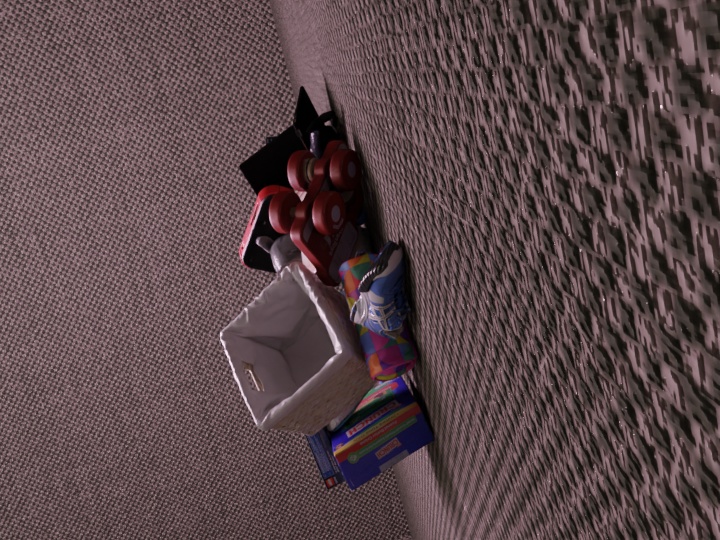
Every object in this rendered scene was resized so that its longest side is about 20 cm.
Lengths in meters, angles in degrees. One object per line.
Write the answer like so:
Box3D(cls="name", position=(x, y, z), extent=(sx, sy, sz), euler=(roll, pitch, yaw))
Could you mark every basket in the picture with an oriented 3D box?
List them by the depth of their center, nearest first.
Box3D(cls="basket", position=(-0.093, 0.135, 1.179), extent=(0.160, 0.199, 0.200), euler=(29, -157, -53))

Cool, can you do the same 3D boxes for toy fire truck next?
Box3D(cls="toy fire truck", position=(-0.049, -0.099, 1.163), extent=(0.169, 0.110, 0.204), euler=(54, -132, -47))

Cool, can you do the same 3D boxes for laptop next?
Box3D(cls="laptop", position=(-0.134, -0.219, 1.417), extent=(0.203, 0.113, 0.189), euler=(-85, -26, -42))

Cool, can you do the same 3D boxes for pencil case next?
Box3D(cls="pencil case", position=(0.027, 0.068, 1.112), extent=(0.089, 0.086, 0.205), euler=(84, 170, -71))

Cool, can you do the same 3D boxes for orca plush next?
Box3D(cls="orca plush", position=(-0.046, -0.236, 1.309), extent=(0.107, 0.070, 0.200), euler=(-61, -5, -16))

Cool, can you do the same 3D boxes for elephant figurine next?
Box3D(cls="elephant figurine", position=(-0.103, 0.025, 1.337), extent=(0.141, 0.153, 0.204), euler=(40, -142, -43))

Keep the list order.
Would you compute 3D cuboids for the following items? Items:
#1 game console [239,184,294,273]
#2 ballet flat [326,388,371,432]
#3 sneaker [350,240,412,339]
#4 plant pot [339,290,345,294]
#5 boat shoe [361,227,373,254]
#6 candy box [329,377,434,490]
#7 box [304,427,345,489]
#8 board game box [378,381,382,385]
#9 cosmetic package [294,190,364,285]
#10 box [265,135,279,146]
Box3D(cls="game console", position=(-0.139, -0.071, 1.413), extent=(0.031, 0.173, 0.202), euler=(-104, 32, -46))
Box3D(cls="ballet flat", position=(-0.004, 0.192, 1.257), extent=(0.072, 0.200, 0.072), euler=(42, -176, -3))
Box3D(cls="sneaker", position=(0.040, 0.030, 0.978), extent=(0.076, 0.076, 0.201), euler=(33, 155, 11))
Box3D(cls="plant pot", position=(-0.034, 0.125, 1.481), extent=(0.199, 0.138, 0.145), euler=(30, 138, 64))
Box3D(cls="boat shoe", position=(0.000, 0.000, 1.384), extent=(0.202, 0.069, 0.071), euler=(96, 160, -59))
Box3D(cls="candy box", position=(0.030, 0.280, 1.266), extent=(0.078, 0.167, 0.200), euler=(60, 178, -10))
Box3D(cls="box", position=(-0.065, 0.324, 1.329), extent=(0.200, 0.039, 0.140), euler=(76, 170, -80))
Box3D(cls="board game box", position=(0.071, 0.278, 1.621), extent=(0.200, 0.044, 0.156), euler=(98, 156, -84))
Box3D(cls="cosmetic package", position=(-0.058, -0.087, 1.287), extent=(0.103, 0.085, 0.205), euler=(-44, 49, 55))
Box3D(cls="box", position=(-0.174, -0.153, 1.555), extent=(0.194, 0.046, 0.205), euler=(81, -176, -61))
